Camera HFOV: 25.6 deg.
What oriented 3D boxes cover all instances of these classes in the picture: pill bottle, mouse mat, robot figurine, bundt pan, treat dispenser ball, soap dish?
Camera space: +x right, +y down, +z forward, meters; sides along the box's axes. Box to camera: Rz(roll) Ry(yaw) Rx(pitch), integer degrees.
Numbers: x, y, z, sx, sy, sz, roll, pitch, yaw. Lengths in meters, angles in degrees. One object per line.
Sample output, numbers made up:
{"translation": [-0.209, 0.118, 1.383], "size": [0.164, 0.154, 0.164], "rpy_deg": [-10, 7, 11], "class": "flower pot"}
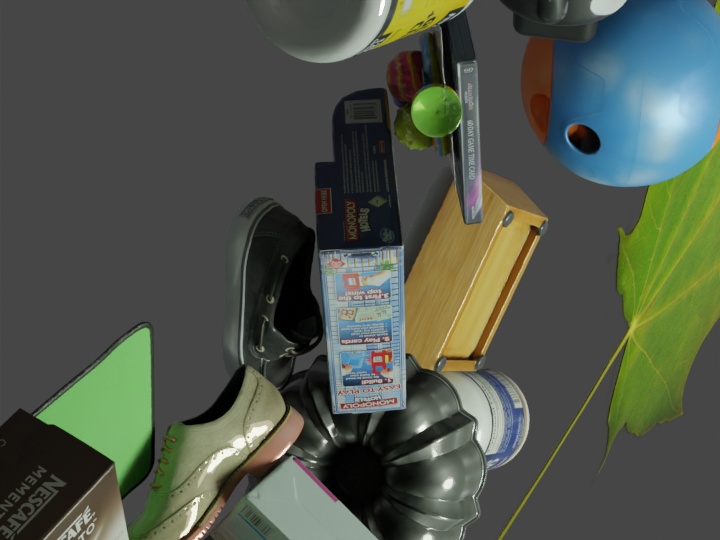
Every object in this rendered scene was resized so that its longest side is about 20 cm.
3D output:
{"translation": [0.017, -0.209, 1.047], "size": [0.200, 0.112, 0.112], "rpy_deg": [-30, 140, -53], "class": "pill bottle"}
{"translation": [-0.204, 0.140, 1.078], "size": [0.200, 0.008, 0.161], "rpy_deg": [-44, 150, -42], "class": "mouse mat"}
{"translation": [0.164, -0.280, 1.284], "size": [0.125, 0.150, 0.200], "rpy_deg": [-22, 143, -17], "class": "robot figurine"}
{"translation": [-0.003, 0.164, 1.274], "size": [0.202, 0.202, 0.076], "rpy_deg": [-67, 168, 7], "class": "bundt pan"}
{"translation": [0.091, 0.153, 1.598], "size": [0.200, 0.111, 0.111], "rpy_deg": [7, 108, -66], "class": "pill bottle"}
{"translation": [0.250, -0.178, 1.476], "size": [0.201, 0.201, 0.201], "rpy_deg": [-47, 153, -34], "class": "treat dispenser ball"}
{"translation": [0.093, 0.005, 1.484], "size": [0.200, 0.081, 0.157], "rpy_deg": [-65, 158, 6], "class": "soap dish"}

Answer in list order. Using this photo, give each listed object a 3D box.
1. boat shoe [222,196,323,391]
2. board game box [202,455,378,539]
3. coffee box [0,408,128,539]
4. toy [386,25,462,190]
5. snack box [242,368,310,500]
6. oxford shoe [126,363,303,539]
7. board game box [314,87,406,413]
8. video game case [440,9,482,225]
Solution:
{"translation": [-0.058, 0.031, 1.200], "size": [0.070, 0.066, 0.200], "rpy_deg": [-43, 150, -40], "class": "boat shoe"}
{"translation": [-0.062, 0.253, 1.237], "size": [0.064, 0.148, 0.200], "rpy_deg": [-41, 175, -45], "class": "board game box"}
{"translation": [-0.211, 0.199, 1.011], "size": [0.114, 0.080, 0.200], "rpy_deg": [-48, 154, -33], "class": "coffee box"}
{"translation": [0.045, -0.129, 1.191], "size": [0.200, 0.047, 0.115], "rpy_deg": [-103, -174, -78], "class": "toy"}
{"translation": [-0.072, 0.179, 1.384], "size": [0.072, 0.024, 0.200], "rpy_deg": [-15, 128, -64], "class": "snack box"}
{"translation": [-0.134, 0.153, 1.179], "size": [0.200, 0.071, 0.074], "rpy_deg": [-45, 110, -25], "class": "oxford shoe"}
{"translation": [0.000, 0.000, 1.200], "size": [0.200, 0.062, 0.200], "rpy_deg": [-94, -179, -51], "class": "board game box"}
{"translation": [0.074, -0.150, 1.240], "size": [0.200, 0.019, 0.143], "rpy_deg": [83, -2, -56], "class": "video game case"}
